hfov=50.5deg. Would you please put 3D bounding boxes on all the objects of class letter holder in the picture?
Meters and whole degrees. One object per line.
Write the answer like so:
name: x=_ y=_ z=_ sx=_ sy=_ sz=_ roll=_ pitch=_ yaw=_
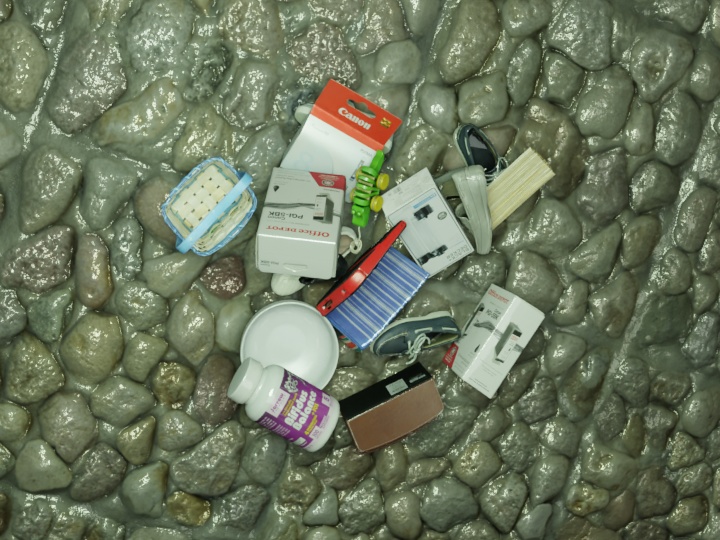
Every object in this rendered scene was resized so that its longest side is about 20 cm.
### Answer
letter holder: x=0.073 y=0.309 z=1.587 sx=0.197 sy=0.101 sz=0.144 roll=-24 pitch=106 yaw=-7

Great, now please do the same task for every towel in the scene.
towel: x=0.028 y=0.048 z=1.507 sx=0.200 sy=0.144 sz=0.024 roll=-48 pitch=136 yaw=-5

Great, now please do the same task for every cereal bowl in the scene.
cereal bowl: x=-0.144 y=0.153 z=1.518 sx=0.196 sy=0.083 sz=0.205 roll=-2 pitch=101 yaw=-12

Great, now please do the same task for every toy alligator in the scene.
toy alligator: x=0.004 y=-0.126 z=1.426 sx=0.059 sy=0.054 sz=0.204 roll=22 pitch=104 yaw=26

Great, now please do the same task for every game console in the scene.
game console: x=0.000 y=0.000 z=1.438 sx=0.031 sy=0.200 sz=0.177 roll=45 pitch=60 yaw=-3

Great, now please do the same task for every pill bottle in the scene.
pill bottle: x=-0.146 y=0.247 z=1.434 sx=0.198 sy=0.112 sz=0.113 roll=32 pitch=92 yaw=-17

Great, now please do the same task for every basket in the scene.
basket: x=-0.268 y=-0.117 z=1.379 sx=0.176 sy=0.200 sz=0.139 roll=-44 pitch=106 yaw=-1

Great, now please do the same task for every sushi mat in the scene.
sushi mat: x=0.297 y=-0.155 z=1.549 sx=0.095 sy=0.012 sz=0.200 roll=34 pitch=114 yaw=-31

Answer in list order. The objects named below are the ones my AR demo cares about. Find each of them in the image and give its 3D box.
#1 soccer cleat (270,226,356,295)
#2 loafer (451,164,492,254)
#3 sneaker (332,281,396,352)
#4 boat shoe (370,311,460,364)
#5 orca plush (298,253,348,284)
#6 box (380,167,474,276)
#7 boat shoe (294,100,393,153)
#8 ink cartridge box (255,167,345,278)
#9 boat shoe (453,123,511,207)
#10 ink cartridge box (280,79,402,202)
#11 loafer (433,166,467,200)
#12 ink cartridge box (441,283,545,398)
soccer cleat: x=-0.093 y=-0.020 z=1.501 sx=0.199 sy=0.078 sz=0.070 roll=-36 pitch=106 yaw=-4
loafer: x=0.222 y=-0.117 z=1.516 sx=0.068 sy=0.070 sz=0.203 roll=-8 pitch=125 yaw=9
sneaker: x=0.038 y=0.083 z=1.563 sx=0.200 sy=0.070 sz=0.094 roll=-45 pitch=124 yaw=-4
boat shoe: x=0.114 y=0.140 z=1.554 sx=0.197 sy=0.062 sz=0.076 roll=-11 pitch=137 yaw=-29
orca plush: x=-0.119 y=-0.044 z=1.444 sx=0.199 sy=0.071 sz=0.106 roll=39 pitch=96 yaw=18
box: x=0.131 y=-0.089 z=1.495 sx=0.115 sy=0.061 sz=0.201 roll=-30 pitch=132 yaw=8
boat shoe: x=-0.028 y=-0.289 z=1.480 sx=0.197 sy=0.070 sz=0.073 roll=18 pitch=72 yaw=-10
ink cartridge box: x=-0.105 y=-0.090 z=1.398 sx=0.144 sy=0.202 sz=0.084 roll=6 pitch=133 yaw=-1
boat shoe: x=0.260 y=-0.210 z=1.554 sx=0.074 sy=0.062 sz=0.202 roll=-32 pitch=106 yaw=-7
ink cartridge box: x=-0.038 y=-0.236 z=1.433 sx=0.158 sy=0.048 sz=0.200 roll=26 pitch=133 yaw=-16
loafer: x=0.140 y=-0.145 z=1.528 sx=0.197 sy=0.075 sz=0.071 roll=-22 pitch=91 yaw=-8
ink cartridge box: x=0.270 y=0.140 z=1.576 sx=0.082 sy=0.147 sz=0.202 roll=33 pitch=91 yaw=-14
